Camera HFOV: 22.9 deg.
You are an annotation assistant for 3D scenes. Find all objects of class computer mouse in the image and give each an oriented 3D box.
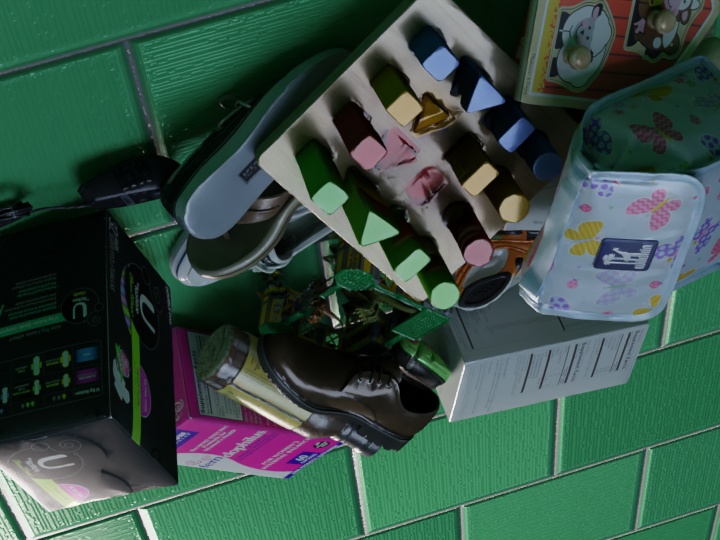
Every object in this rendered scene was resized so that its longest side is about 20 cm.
[{"bbox_3d":[-0.242,-0.064,1.479,0.200,0.034,0.059,-12,174,-4],"label":"computer mouse"}]

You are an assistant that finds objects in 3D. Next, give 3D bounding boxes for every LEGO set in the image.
[{"bbox_3d":[0.000,0.000,1.655,0.154,0.116,0.200,19,147,-19],"label":"LEGO set"}]

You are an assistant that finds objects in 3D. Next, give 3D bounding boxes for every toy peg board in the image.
[{"bbox_3d":[0.059,-0.082,1.401,0.199,0.098,0.200,-44,118,12],"label":"toy peg board"}]

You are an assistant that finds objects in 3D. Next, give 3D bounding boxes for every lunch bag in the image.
[{"bbox_3d":[0.225,-0.054,1.425,0.200,0.127,0.170,-23,145,-35],"label":"lunch bag"}]

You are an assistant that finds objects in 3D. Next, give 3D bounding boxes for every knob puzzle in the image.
[{"bbox_3d":[0.219,-0.213,1.406,0.220,0.030,0.220,-14,115,-33],"label":"knob puzzle"}]

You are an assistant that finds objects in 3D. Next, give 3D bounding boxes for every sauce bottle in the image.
[{"bbox_3d":[-0.062,0.120,1.695,0.200,0.065,0.065,33,123,-28],"label":"sauce bottle"}]

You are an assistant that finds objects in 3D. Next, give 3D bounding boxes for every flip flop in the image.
[{"bbox_3d":[-0.078,-0.073,1.504,0.200,0.081,0.058,-39,148,20],"label":"flip flop"}]

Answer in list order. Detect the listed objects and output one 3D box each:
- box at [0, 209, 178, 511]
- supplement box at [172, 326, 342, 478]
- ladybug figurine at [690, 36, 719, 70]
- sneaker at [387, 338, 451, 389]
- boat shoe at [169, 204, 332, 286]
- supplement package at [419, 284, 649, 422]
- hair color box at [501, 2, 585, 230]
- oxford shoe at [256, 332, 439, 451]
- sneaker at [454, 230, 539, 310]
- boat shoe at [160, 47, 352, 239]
[{"bbox_3d":[-0.240,0.079,1.511,0.124,0.200,0.149,-14,149,11],"label":"box"},{"bbox_3d":[-0.125,0.132,1.752,0.200,0.103,0.101,14,143,-39],"label":"supplement box"},{"bbox_3d":[0.273,-0.119,1.583,0.200,0.072,0.136,-53,178,41],"label":"ladybug figurine"},{"bbox_3d":[0.031,0.113,1.776,0.084,0.077,0.200,-47,178,-20],"label":"sneaker"},{"bbox_3d":[-0.086,-0.033,1.570,0.200,0.067,0.074,-36,144,23],"label":"boat shoe"},{"bbox_3d":[0.173,0.062,1.807,0.200,0.114,0.110,-10,145,-15],"label":"supplement package"},{"bbox_3d":[0.179,-0.133,1.505,0.111,0.064,0.200,0,117,-29],"label":"hair color box"},{"bbox_3d":[-0.008,0.095,1.648,0.200,0.073,0.084,25,130,-34],"label":"oxford shoe"},{"bbox_3d":[0.152,-0.021,1.732,0.200,0.076,0.092,-23,179,-16],"label":"sneaker"},{"bbox_3d":[-0.082,-0.112,1.455,0.199,0.068,0.074,-49,133,-1],"label":"boat shoe"}]
